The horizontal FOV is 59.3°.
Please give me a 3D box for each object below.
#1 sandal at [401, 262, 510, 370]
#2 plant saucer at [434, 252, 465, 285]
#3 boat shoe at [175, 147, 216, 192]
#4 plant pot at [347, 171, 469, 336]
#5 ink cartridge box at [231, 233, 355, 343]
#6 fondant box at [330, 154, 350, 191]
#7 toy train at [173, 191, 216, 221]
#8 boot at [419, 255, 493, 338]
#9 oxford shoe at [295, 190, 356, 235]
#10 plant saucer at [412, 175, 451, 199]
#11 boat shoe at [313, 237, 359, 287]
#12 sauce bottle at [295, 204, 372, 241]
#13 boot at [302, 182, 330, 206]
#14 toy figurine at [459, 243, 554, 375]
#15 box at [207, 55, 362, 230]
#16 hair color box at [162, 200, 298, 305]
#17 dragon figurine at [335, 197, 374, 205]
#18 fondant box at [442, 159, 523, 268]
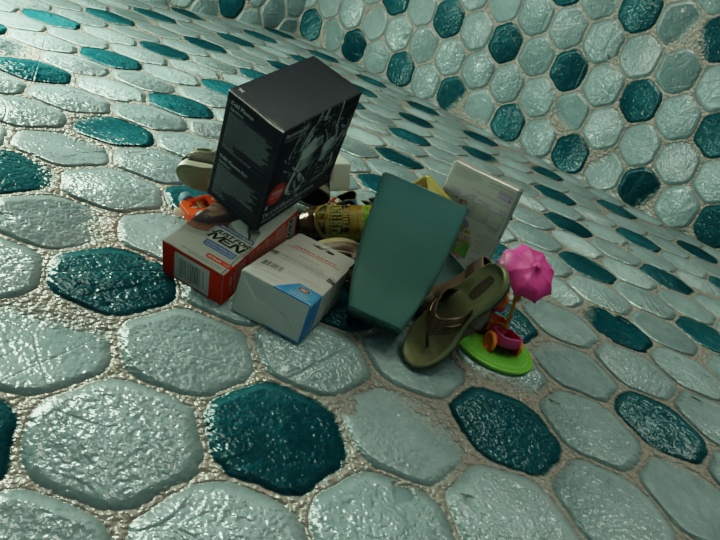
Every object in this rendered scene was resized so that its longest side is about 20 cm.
[{"bbox_3d":[0.132,0.058,0.927,0.080,0.201,0.057,48,7,39],"label":"sandal"},{"bbox_3d":[0.119,-0.029,1.131,0.200,0.070,0.019,45,-10,-33],"label":"plant saucer"},{"bbox_3d":[-0.206,-0.159,1.062,0.197,0.072,0.061,16,50,4],"label":"boat shoe"},{"bbox_3d":[0.056,-0.014,0.974,0.139,0.203,0.141,23,-13,3],"label":"plant pot"},{"bbox_3d":[-0.094,0.019,0.957,0.114,0.069,0.200,26,25,9],"label":"ink cartridge box"},{"bbox_3d":[-0.112,-0.217,1.332,0.141,0.059,0.200,-2,20,-15],"label":"fondant box"},{"bbox_3d":[-0.212,-0.066,1.059,0.149,0.056,0.200,-27,57,-38],"label":"toy train"},{"bbox_3d":[0.160,0.034,1.034,0.070,0.147,0.201,29,25,-27],"label":"boot"},{"bbox_3d":[-0.071,-0.107,1.215,0.070,0.076,0.200,27,31,17],"label":"oxford shoe"},{"bbox_3d":[0.091,-0.081,1.234,0.049,0.198,0.201,55,4,-35],"label":"plant saucer"},{"bbox_3d":[0.000,0.000,1.078,0.197,0.073,0.072,15,25,-29],"label":"boat shoe"},{"bbox_3d":[-0.053,-0.081,1.101,0.195,0.066,0.065,-1,24,5],"label":"sauce bottle"},{"bbox_3d":[-0.124,-0.232,1.165,0.202,0.073,0.156,36,51,-32],"label":"boot"},{"bbox_3d":[0.247,0.039,1.061,0.147,0.187,0.201,12,25,-21],"label":"toy figurine"},{"bbox_3d":[-0.114,-0.193,0.948,0.103,0.184,0.200,36,44,12],"label":"box"},{"bbox_3d":[-0.192,-0.049,0.956,0.109,0.065,0.200,27,41,12],"label":"hair color box"},{"bbox_3d":[0.009,-0.084,1.192,0.197,0.102,0.058,-9,3,-32],"label":"dragon figurine"},{"bbox_3d":[0.223,-0.104,1.292,0.143,0.203,0.058,28,20,16],"label":"fondant box"}]
